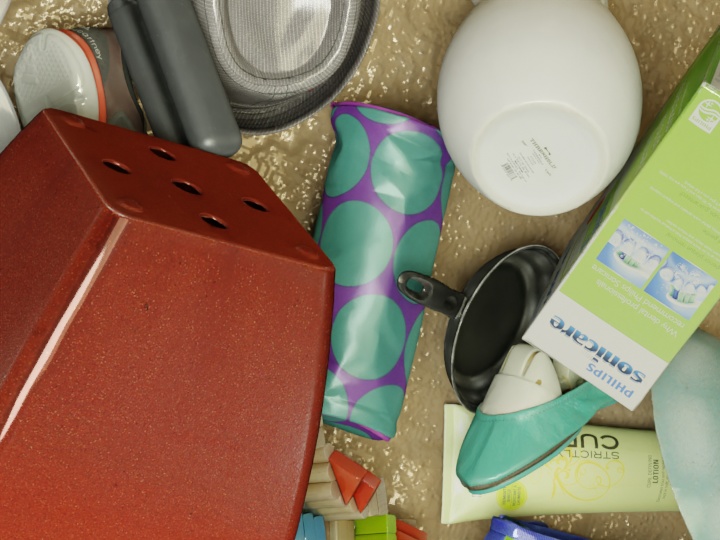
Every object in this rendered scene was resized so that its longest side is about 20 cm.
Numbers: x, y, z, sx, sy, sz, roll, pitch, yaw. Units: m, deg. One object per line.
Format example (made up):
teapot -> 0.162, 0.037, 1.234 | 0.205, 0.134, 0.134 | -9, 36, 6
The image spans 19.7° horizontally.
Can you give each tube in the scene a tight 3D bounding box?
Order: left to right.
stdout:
tube -> 0.148, 0.132, 1.365 | 0.199, 0.058, 0.052 | 4, 134, -15

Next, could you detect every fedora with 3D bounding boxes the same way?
fedora -> -0.059, -0.181, 1.235 | 0.176, 0.090, 0.201 | 3, 94, -20

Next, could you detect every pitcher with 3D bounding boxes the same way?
pitcher -> 0.123, -0.108, 1.263 | 0.121, 0.200, 0.172 | -31, 119, 25

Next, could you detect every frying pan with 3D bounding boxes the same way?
frying pan -> 0.066, 0.040, 1.294 | 0.190, 0.031, 0.116 | -10, 117, -48

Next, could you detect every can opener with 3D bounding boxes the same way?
can opener -> -0.133, -0.146, 1.177 | 0.067, 0.053, 0.201 | -9, 72, -43

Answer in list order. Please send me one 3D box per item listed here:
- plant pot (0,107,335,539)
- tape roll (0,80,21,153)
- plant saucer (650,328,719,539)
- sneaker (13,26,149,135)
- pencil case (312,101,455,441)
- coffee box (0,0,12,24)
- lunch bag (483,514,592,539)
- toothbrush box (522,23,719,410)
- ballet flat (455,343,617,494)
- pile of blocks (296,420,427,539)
plant pot -> -0.125, 0.031, 1.097 | 0.199, 0.200, 0.177 | 14, 110, -31
tape roll -> -0.293, -0.057, 1.175 | 0.199, 0.066, 0.202 | -2, 95, -20
plant saucer -> 0.251, 0.123, 1.336 | 0.039, 0.201, 0.202 | -24, 108, 28
sneaker -> -0.148, -0.049, 1.225 | 0.082, 0.077, 0.201 | -25, 122, -47
pencil case -> 0.000, 0.000, 1.275 | 0.085, 0.092, 0.201 | 13, 90, -44
coffee box -> -0.258, -0.130, 1.103 | 0.113, 0.080, 0.201 | 26, 86, -19
lunch bag -> 0.138, 0.260, 1.331 | 0.199, 0.127, 0.171 | 19, 88, -31
toothbrush box -> 0.194, -0.039, 1.241 | 0.086, 0.146, 0.200 | 32, 121, 1
ballet flat -> 0.126, 0.069, 1.325 | 0.200, 0.067, 0.071 | -29, 109, -34
pile of blocks -> -0.012, 0.150, 1.250 | 0.200, 0.062, 0.082 | 47, 44, -44
